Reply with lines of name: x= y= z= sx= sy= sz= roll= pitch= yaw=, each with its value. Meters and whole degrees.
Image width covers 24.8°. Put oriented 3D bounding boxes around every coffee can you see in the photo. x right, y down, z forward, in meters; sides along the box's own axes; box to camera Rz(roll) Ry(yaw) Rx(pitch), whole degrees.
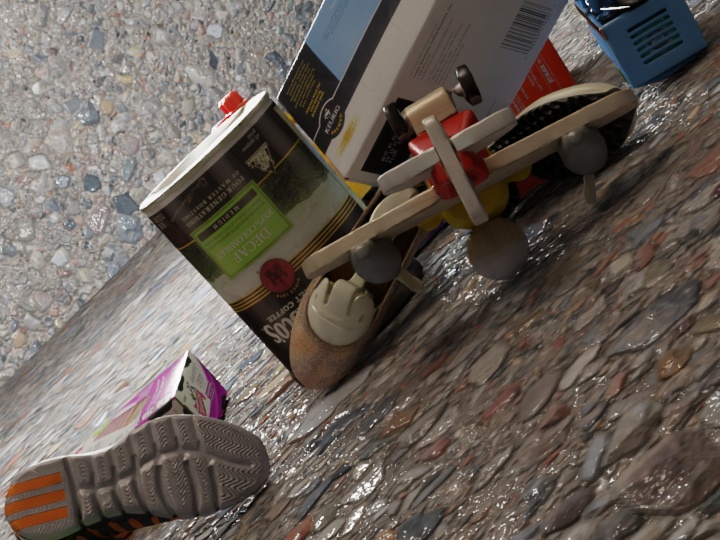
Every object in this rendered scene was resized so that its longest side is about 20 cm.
coffee can: x=-0.066 y=-0.027 z=1.375 sx=0.146 sy=0.200 sz=0.146 roll=-41 pitch=11 yaw=9

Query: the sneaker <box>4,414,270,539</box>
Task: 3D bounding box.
sneaker: x=-0.165 y=0.165 z=1.244 sx=0.198 sy=0.078 sz=0.112 roll=-9 pitch=-18 yaw=-2

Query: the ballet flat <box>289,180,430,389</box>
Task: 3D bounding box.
ballet flat: x=0.000 y=0.000 z=1.271 sx=0.201 sy=0.068 sz=0.067 roll=-62 pitch=-8 yaw=-2

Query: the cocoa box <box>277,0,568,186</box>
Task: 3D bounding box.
cocoa box: x=0.047 y=-0.182 z=1.346 sx=0.131 sy=0.133 sz=0.201 roll=49 pitch=120 yaw=42

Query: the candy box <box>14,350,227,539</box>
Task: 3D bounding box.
candy box: x=-0.218 y=0.175 z=1.506 sx=0.200 sy=0.061 sz=0.136 roll=-41 pitch=11 yaw=9

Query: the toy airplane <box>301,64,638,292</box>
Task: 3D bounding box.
toy airplane: x=0.078 y=-0.056 z=1.140 sx=0.199 sy=0.142 sz=0.199 roll=-14 pitch=19 yaw=49

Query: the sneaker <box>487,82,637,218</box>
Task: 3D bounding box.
sneaker: x=0.144 y=-0.107 z=1.278 sx=0.199 sy=0.070 sz=0.094 roll=-36 pitch=17 yaw=48

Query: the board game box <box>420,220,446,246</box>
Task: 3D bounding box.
board game box: x=0.040 y=-0.050 z=1.544 sx=0.120 sy=0.032 sz=0.200 roll=-48 pitch=12 yaw=-10

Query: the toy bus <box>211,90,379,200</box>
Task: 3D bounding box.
toy bus: x=-0.092 y=-0.119 z=1.851 sx=0.136 sy=0.192 sz=0.200 roll=-42 pitch=12 yaw=-10

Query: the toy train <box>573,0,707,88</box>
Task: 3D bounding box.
toy train: x=0.217 y=-0.220 z=1.339 sx=0.086 sy=0.115 sz=0.200 roll=-28 pitch=13 yaw=7

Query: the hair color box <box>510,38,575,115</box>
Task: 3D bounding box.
hair color box: x=0.101 y=-0.155 z=1.555 sx=0.199 sy=0.064 sz=0.111 roll=-33 pitch=10 yaw=10

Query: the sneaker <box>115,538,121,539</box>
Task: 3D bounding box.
sneaker: x=-0.200 y=0.244 z=1.210 sx=0.083 sy=0.075 sz=0.200 roll=-14 pitch=-7 yaw=-24
